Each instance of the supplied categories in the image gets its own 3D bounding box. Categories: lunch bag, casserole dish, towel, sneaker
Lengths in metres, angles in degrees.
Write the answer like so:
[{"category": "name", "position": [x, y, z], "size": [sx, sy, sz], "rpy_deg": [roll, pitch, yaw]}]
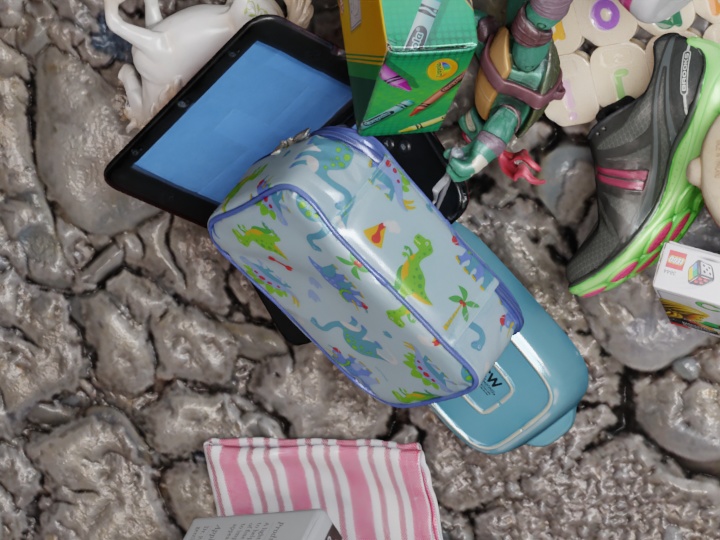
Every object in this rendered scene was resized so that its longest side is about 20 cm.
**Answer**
[{"category": "lunch bag", "position": [0.000, 0.000, 1.271], "size": [0.200, 0.083, 0.161], "rpy_deg": [45, 151, -13]}, {"category": "casserole dish", "position": [0.076, 0.054, 1.377], "size": [0.200, 0.039, 0.121], "rpy_deg": [48, 123, -2]}, {"category": "towel", "position": [-0.029, 0.203, 1.495], "size": [0.199, 0.030, 0.147], "rpy_deg": [-1, 111, 25]}, {"category": "sneaker", "position": [0.187, -0.069, 1.244], "size": [0.084, 0.077, 0.201], "rpy_deg": [40, 120, 24]}]

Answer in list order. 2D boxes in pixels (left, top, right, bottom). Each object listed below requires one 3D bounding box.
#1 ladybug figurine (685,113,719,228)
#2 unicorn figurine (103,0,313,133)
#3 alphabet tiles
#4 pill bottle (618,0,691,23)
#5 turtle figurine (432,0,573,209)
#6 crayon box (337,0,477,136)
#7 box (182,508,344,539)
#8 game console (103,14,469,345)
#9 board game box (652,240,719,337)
[{"category": "ladybug figurine", "position": [0.297, -0.056, 1.175], "size": [0.199, 0.072, 0.137], "rpy_deg": [6, 81, -7]}, {"category": "unicorn figurine", "position": [-0.125, -0.172, 1.348], "size": [0.199, 0.074, 0.138], "rpy_deg": [-11, 117, 23]}, {"category": "alphabet tiles", "position": [0.205, -0.158, 1.238], "size": [0.199, 0.015, 0.197], "rpy_deg": [-9, 107, 28]}, {"category": "pill bottle", "position": [0.146, -0.258, 1.154], "size": [0.200, 0.113, 0.113], "rpy_deg": [48, 123, 12]}, {"category": "turtle figurine", "position": [0.087, -0.137, 1.242], "size": [0.201, 0.100, 0.150], "rpy_deg": [113, 146, -41]}, {"category": "crayon box", "position": [0.021, -0.200, 1.182], "size": [0.058, 0.119, 0.201], "rpy_deg": [-4, 70, -11]}, {"category": "box", "position": [-0.071, 0.321, 1.434], "size": [0.130, 0.199, 0.201], "rpy_deg": [-9, 126, 34]}, {"category": "game console", "position": [-0.054, -0.057, 1.335], "size": [0.200, 0.118, 0.173], "rpy_deg": [-40, 74, 33]}, {"category": "board game box", "position": [0.294, 0.035, 1.219], "size": [0.199, 0.126, 0.035], "rpy_deg": [16, 82, 18]}]
